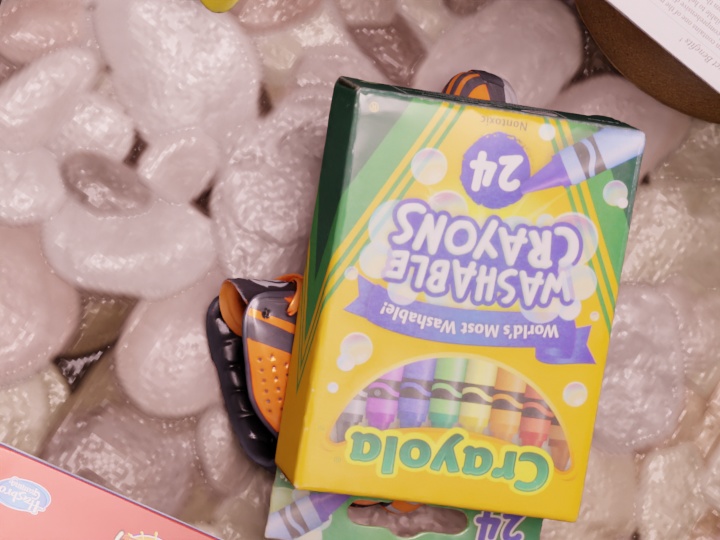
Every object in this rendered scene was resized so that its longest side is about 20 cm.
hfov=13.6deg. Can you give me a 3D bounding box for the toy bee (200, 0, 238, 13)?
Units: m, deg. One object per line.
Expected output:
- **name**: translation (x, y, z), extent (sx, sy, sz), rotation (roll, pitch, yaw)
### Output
- **toy bee**: translation (-0.036, -0.186, 1.283), extent (0.199, 0.109, 0.131), rotation (-19, 94, -17)

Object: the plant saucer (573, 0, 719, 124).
- **plant saucer**: translation (0.191, -0.157, 1.359), extent (0.199, 0.035, 0.201), rotation (-3, 108, -8)

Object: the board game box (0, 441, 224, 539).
- **board game box**: translation (-0.085, 0.123, 1.241), extent (0.200, 0.153, 0.040), rotation (25, 82, -15)

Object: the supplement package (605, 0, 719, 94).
- **supplement package**: translation (0.149, -0.148, 1.254), extent (0.200, 0.156, 0.111), rotation (38, 100, -17)

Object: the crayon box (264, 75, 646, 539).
- **crayon box**: translation (0.038, 0.028, 1.264), extent (0.125, 0.052, 0.201), rotation (7, 98, -13)

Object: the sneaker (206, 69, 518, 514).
- **sneaker**: translation (0.000, 0.000, 1.308), extent (0.112, 0.078, 0.201), rotation (16, 85, -18)
